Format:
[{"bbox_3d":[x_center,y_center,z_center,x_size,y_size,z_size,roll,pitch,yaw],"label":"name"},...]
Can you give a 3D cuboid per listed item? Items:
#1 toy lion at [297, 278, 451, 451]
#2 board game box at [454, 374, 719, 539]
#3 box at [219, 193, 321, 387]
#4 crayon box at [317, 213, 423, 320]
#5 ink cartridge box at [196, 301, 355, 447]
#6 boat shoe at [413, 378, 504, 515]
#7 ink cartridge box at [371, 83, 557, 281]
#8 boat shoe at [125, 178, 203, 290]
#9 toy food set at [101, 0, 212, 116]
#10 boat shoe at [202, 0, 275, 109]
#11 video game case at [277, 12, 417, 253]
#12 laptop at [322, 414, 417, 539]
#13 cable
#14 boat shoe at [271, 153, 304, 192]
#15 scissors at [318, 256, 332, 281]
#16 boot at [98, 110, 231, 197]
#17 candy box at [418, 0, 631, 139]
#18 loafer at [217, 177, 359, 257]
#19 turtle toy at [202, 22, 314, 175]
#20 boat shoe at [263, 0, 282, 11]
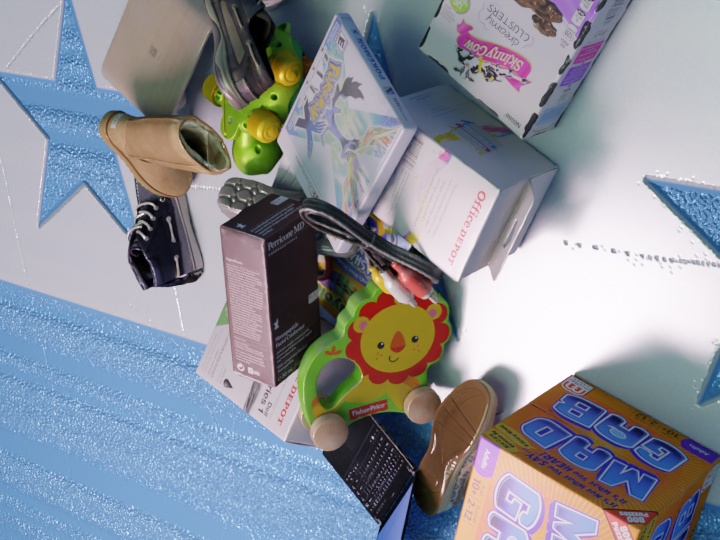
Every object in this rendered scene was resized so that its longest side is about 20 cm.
[{"bbox_3d":[0.017,0.103,1.619,0.069,0.197,0.194,-130,29,-58],"label":"toy lion"},{"bbox_3d":[0.243,0.273,1.472,0.199,0.199,0.202,28,122,30],"label":"board game box"},{"bbox_3d":[-0.103,0.024,1.581,0.074,0.100,0.203,16,124,32],"label":"box"},{"bbox_3d":[0.000,0.000,1.681,0.125,0.051,0.202,40,128,23],"label":"crayon box"},{"bbox_3d":[-0.103,0.119,1.739,0.199,0.084,0.148,30,99,41],"label":"ink cartridge box"},{"bbox_3d":[0.126,0.215,1.653,0.073,0.062,0.202,51,130,37],"label":"boat shoe"},{"bbox_3d":[0.112,-0.094,1.500,0.200,0.125,0.130,40,128,23],"label":"ink cartridge box"},{"bbox_3d":[-0.293,-0.069,1.878,0.074,0.092,0.202,-18,94,42],"label":"boat shoe"},{"bbox_3d":[-0.260,-0.297,1.800,0.143,0.060,0.201,42,120,22],"label":"toy food set"},{"bbox_3d":[-0.136,-0.285,1.578,0.072,0.074,0.203,-17,67,14],"label":"boat shoe"},{"bbox_3d":[-0.021,-0.154,1.511,0.184,0.022,0.201,61,140,30],"label":"video game case"},{"bbox_3d":[-0.001,0.296,1.724,0.200,0.103,0.178,49,146,17],"label":"laptop"},{"bbox_3d":[0.016,-0.015,1.483,0.096,0.199,0.051,6,70,48],"label":"cable"},{"bbox_3d":[-0.066,-0.122,1.678,0.072,0.071,0.200,45,135,1],"label":"boat shoe"},{"bbox_3d":[-0.040,-0.073,1.646,0.073,0.014,0.202,41,129,26],"label":"scissors"},{"bbox_3d":[-0.236,-0.144,1.749,0.199,0.175,0.067,11,70,46],"label":"boot"},{"bbox_3d":[0.176,-0.271,1.418,0.168,0.071,0.201,43,128,20],"label":"candy box"},{"bbox_3d":[-0.083,-0.061,1.643,0.198,0.070,0.071,23,75,23],"label":"loafer"},{"bbox_3d":[-0.119,-0.213,1.664,0.146,0.100,0.202,40,116,40],"label":"turtle toy"},{"bbox_3d":[-0.115,-0.361,1.636,0.198,0.069,0.072,-15,96,43],"label":"boat shoe"}]
